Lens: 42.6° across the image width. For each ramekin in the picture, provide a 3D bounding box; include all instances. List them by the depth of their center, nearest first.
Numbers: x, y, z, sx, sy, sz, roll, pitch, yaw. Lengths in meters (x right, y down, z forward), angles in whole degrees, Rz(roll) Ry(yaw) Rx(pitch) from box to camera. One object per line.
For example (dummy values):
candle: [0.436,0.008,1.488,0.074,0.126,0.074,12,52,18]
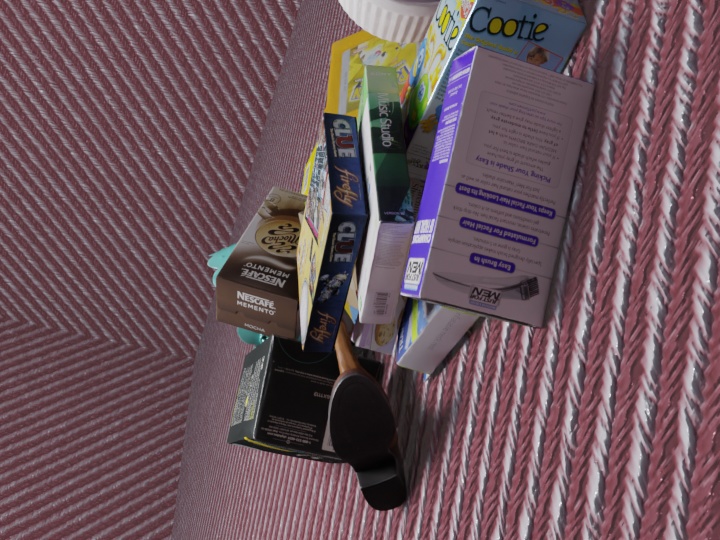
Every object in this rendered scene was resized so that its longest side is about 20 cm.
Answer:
ramekin: [0.055,-0.368,1.100,0.105,0.197,0.203,113,166,-69]

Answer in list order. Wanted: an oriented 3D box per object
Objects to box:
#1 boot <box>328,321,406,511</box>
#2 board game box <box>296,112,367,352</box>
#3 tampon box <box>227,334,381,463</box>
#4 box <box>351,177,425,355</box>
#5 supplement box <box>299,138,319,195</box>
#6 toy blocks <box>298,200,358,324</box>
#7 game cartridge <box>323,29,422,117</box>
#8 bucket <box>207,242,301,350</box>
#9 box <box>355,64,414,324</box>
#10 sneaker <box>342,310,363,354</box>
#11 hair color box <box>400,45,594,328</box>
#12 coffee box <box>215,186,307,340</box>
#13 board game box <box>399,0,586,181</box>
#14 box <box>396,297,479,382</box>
boot: [0.000,0.120,0.979,0.201,0.068,0.189,-104,-9,-51]
board game box: [-0.032,-0.034,0.918,0.201,0.034,0.137,105,164,-48]
tampon box: [-0.077,0.174,1.198,0.200,0.148,0.128,143,139,-70]
box: [0.037,-0.016,0.952,0.039,0.041,0.203,-154,80,-76]
supplement box: [-0.013,-0.139,1.324,0.200,0.107,0.111,124,156,-56]
toy blocks: [0.000,0.000,1.085,0.199,0.099,0.138,23,133,54]
game cartridge: [0.032,-0.243,1.192,0.174,0.032,0.202,-16,51,27]
bucket: [-0.123,0.033,1.379,0.209,0.134,0.207,62,-179,-2]
box: [0.017,-0.073,0.876,0.145,0.036,0.202,101,167,-51]
sneaker: [-0.016,0.024,1.211,0.080,0.073,0.203,-1,-79,-63]
hair color box: [0.110,-0.064,0.751,0.065,0.108,0.203,180,104,-76]
coffee box: [-0.100,-0.011,1.210,0.201,0.111,0.081,-66,-12,-47]
board game box: [0.112,-0.186,0.869,0.104,0.103,0.201,-91,21,-46]
box: [0.084,0.012,0.914,0.201,0.047,0.123,121,159,-51]
